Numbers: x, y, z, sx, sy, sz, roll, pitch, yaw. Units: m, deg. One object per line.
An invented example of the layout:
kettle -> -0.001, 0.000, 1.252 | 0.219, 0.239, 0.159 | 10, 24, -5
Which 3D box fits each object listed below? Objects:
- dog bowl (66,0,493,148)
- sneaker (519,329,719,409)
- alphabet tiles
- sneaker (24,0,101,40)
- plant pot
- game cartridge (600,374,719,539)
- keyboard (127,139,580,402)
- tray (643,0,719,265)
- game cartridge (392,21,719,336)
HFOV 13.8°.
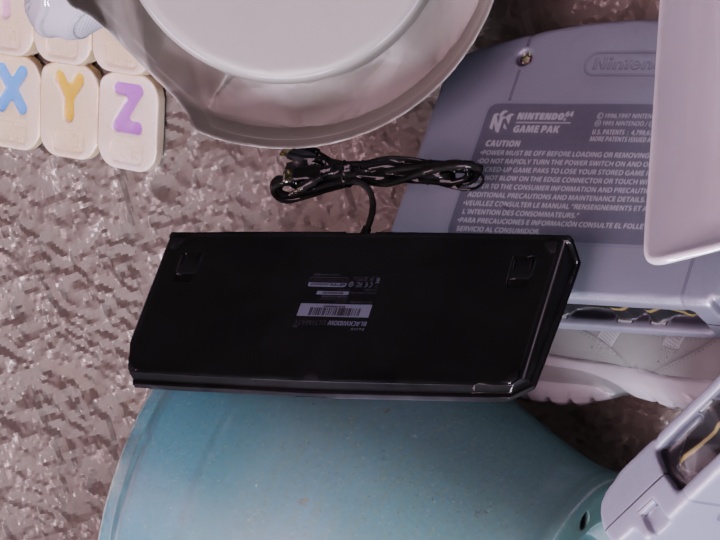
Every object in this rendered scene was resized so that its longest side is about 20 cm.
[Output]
dog bowl -> -0.033, -0.155, 1.287 | 0.199, 0.059, 0.201 | 1, 100, 5
sneaker -> 0.138, 0.014, 1.257 | 0.199, 0.075, 0.082 | -3, 98, 38
alphabet tiles -> -0.145, -0.152, 1.486 | 0.199, 0.015, 0.197 | 12, 105, 36
sneaker -> -0.063, -0.124, 1.377 | 0.199, 0.075, 0.115 | -25, 83, 26
plant pot -> 0.016, 0.128, 1.305 | 0.187, 0.200, 0.201 | 18, 109, 27
game cartridge -> 0.202, 0.050, 1.178 | 0.200, 0.133, 0.041 | -47, 48, 29
keyboard -> 0.000, 0.000, 1.245 | 0.199, 0.021, 0.127 | 2, 58, 31
tray -> 0.169, -0.089, 1.180 | 0.107, 0.022, 0.201 | -13, 50, 26
game cartridge -> 0.110, -0.040, 1.245 | 0.199, 0.040, 0.134 | 4, 69, 38
